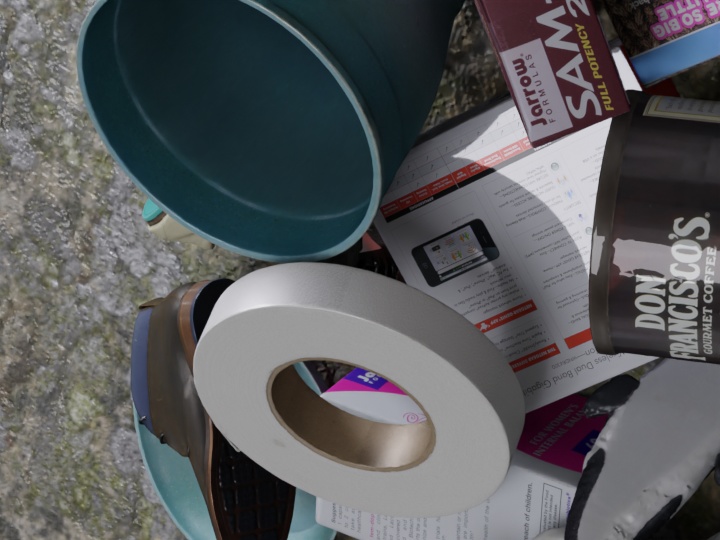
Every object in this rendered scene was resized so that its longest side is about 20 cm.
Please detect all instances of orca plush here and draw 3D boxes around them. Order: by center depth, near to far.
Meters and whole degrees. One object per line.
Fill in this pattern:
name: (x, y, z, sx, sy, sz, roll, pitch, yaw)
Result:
orca plush: (0.178, 0.133, 1.570, 0.105, 0.201, 0.071, 8, 148, 19)

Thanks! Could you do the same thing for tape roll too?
tape roll: (-0.002, 0.074, 1.565, 0.202, 0.037, 0.203, 15, 144, 11)

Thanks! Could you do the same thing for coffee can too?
coffee can: (0.234, -0.016, 1.430, 0.199, 0.146, 0.147, 6, 118, 14)

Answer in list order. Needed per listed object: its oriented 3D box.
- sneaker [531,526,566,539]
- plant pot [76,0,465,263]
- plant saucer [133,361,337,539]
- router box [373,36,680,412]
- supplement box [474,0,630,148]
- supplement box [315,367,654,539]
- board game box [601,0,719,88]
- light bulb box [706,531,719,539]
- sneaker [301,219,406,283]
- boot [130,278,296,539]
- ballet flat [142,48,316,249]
sneaker: (0.169, 0.241, 1.575, 0.075, 0.089, 0.200, -38, 100, 27)
plant pot: (-0.033, -0.140, 1.543, 0.199, 0.188, 0.201, 20, 138, 19)
plant saucer: (-0.075, 0.114, 1.810, 0.199, 0.036, 0.201, 17, 117, 38)
router box: (0.120, -0.022, 1.580, 0.199, 0.049, 0.180, -24, 98, 29)
supplement box: (0.093, -0.152, 1.456, 0.061, 0.200, 0.109, -21, 110, 5)
supplement box: (0.080, 0.130, 1.681, 0.199, 0.101, 0.104, 17, 122, 28)
board game box: (0.191, -0.226, 1.417, 0.159, 0.097, 0.201, -20, 101, 40)
light bulb box: (0.273, 0.191, 1.473, 0.200, 0.198, 0.125, -35, 92, 18)
sneaker: (0.000, 0.000, 1.634, 0.090, 0.200, 0.067, 14, 92, 0)
boot: (-0.100, 0.105, 1.767, 0.097, 0.074, 0.201, -1, 97, 55)
ballet flat: (-0.067, -0.074, 1.713, 0.070, 0.069, 0.200, 51, 133, 2)
